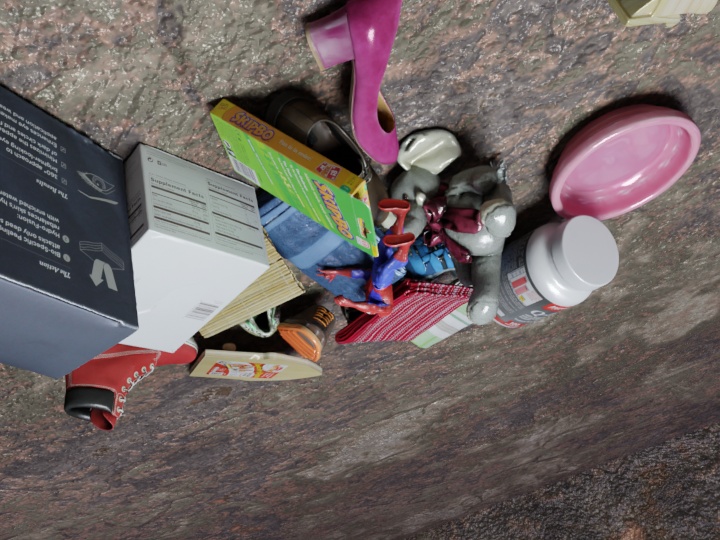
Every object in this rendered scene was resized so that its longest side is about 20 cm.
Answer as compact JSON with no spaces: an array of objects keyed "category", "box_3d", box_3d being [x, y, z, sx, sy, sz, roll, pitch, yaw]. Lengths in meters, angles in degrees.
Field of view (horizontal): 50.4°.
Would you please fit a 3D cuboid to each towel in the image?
[{"category":"towel","box_3d":[-0.040,-0.034,0.921,0.110,0.049,0.199,-31,129,27]},{"category":"towel","box_3d":[0.155,0.072,1.265,0.198,0.031,0.148,-32,146,24]},{"category":"towel","box_3d":[0.067,0.063,1.064,0.144,0.023,0.198,-38,157,27]}]

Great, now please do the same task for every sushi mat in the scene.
[{"category":"sushi mat","box_3d":[-0.158,0.018,0.935,0.197,0.097,0.012,-24,-166,38]}]

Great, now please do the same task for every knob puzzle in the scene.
[{"category":"knob puzzle","box_3d":[-0.153,0.140,1.172,0.213,0.031,0.220,0,162,0]}]

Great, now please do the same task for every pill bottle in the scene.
[{"category":"pill bottle","box_3d":[0.256,0.002,1.067,0.113,0.119,0.200,-1,164,-25]}]

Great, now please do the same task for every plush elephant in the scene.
[{"category":"plush elephant","box_3d":[0.096,-0.068,0.897,0.150,0.203,0.167,7,136,4]}]

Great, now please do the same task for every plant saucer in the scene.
[{"category":"plant saucer","box_3d":[0.333,-0.142,0.985,0.195,0.052,0.202,-12,149,-7]}]

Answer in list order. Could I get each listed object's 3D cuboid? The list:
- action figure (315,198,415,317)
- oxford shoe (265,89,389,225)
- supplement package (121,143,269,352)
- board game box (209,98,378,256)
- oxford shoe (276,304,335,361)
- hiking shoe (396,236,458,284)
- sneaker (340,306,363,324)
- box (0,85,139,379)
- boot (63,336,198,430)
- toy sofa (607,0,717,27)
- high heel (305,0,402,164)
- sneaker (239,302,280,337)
[{"category":"action figure","box_3d":[0.000,0.000,0.857,0.096,0.067,0.201,-2,151,-5]},{"category":"oxford shoe","box_3d":[-0.019,-0.097,0.803,0.073,0.084,0.199,-51,137,-1]},{"category":"supplement package","box_3d":[-0.224,-0.015,0.847,0.154,0.113,0.199,17,137,-43]},{"category":"board game box","box_3d":[-0.059,-0.090,0.751,0.030,0.198,0.096,-47,156,-18]},{"category":"oxford shoe","box_3d":[-0.071,0.077,1.072,0.073,0.071,0.200,-48,-175,-10]},{"category":"hiking shoe","box_3d":[0.111,-0.034,1.041,0.196,0.075,0.087,-6,143,-38]},{"category":"sneaker","box_3d":[0.002,0.035,1.061,0.075,0.084,0.200,-8,153,17]},{"category":"box","box_3d":[-0.312,-0.037,0.676,0.116,0.204,0.196,-28,148,20]},{"category":"boot","box_3d":[-0.307,0.149,1.041,0.196,0.147,0.072,8,142,-38]},{"category":"toy sofa","box_3d":[0.285,-0.314,0.646,0.095,0.084,0.202,-12,150,-18]},{"category":"high heel","box_3d":[0.026,-0.182,0.748,0.094,0.069,0.201,-15,139,16]},{"category":"sneaker","box_3d":[-0.141,0.055,1.027,0.075,0.090,0.202,-13,150,-6]}]
